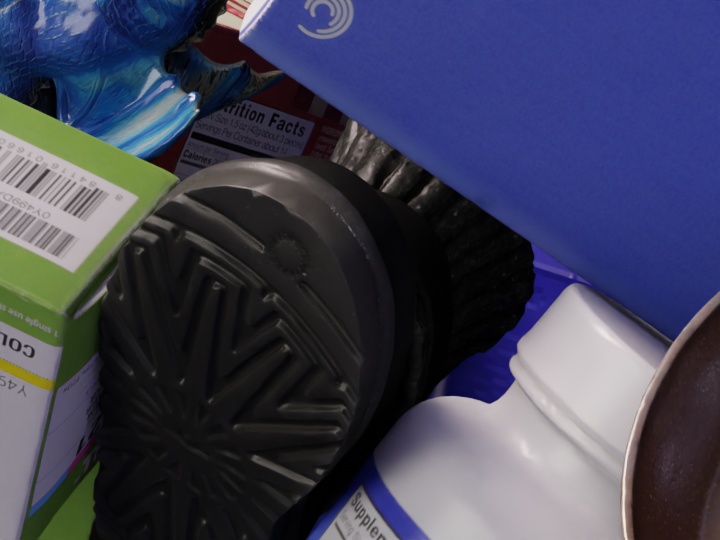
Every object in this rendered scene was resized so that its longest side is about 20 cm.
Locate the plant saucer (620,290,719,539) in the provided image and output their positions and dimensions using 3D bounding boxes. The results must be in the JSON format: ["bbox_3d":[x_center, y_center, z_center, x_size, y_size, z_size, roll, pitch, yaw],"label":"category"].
[{"bbox_3d":[0.163,0.064,0.726,0.035,0.199,0.201,80,169,-48],"label":"plant saucer"}]

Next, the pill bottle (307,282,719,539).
[{"bbox_3d":[0.029,0.106,0.823,0.200,0.112,0.112,-53,41,8],"label":"pill bottle"}]

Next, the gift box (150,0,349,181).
[{"bbox_3d":[-0.103,-0.019,1.038,0.186,0.184,0.201,31,96,41],"label":"gift box"}]

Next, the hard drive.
[{"bbox_3d":[0.086,-0.055,0.790,0.132,0.200,0.025,-50,13,27],"label":"hard drive"}]

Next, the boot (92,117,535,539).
[{"bbox_3d":[-0.002,-0.001,0.858,0.158,0.079,0.211,-47,-10,-32],"label":"boot"}]

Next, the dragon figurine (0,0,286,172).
[{"bbox_3d":[-0.063,-0.064,0.872,0.199,0.059,0.100,-12,101,33],"label":"dragon figurine"}]

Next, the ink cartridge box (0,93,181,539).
[{"bbox_3d":[-0.147,0.037,0.889,0.076,0.147,0.201,-53,-16,-50],"label":"ink cartridge box"}]

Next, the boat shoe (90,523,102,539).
[{"bbox_3d":[-0.115,0.146,1.118,0.068,0.072,0.201,104,157,-61],"label":"boat shoe"}]
